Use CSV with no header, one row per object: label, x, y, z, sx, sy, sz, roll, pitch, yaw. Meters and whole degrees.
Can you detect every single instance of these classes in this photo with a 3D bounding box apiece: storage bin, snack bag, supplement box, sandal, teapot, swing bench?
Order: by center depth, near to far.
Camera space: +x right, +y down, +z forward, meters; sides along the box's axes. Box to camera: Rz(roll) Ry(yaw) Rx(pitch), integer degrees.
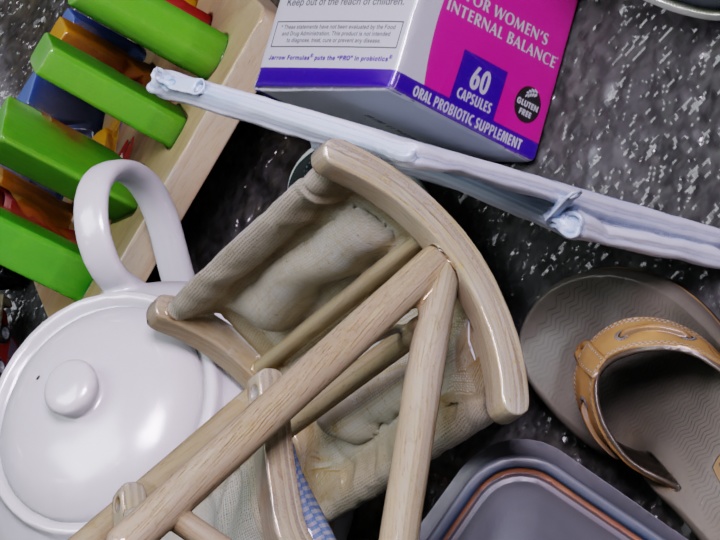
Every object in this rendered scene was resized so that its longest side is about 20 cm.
storage bin,0.055,0.188,1.061,0.200,0.145,0.134,-55,1,10
swing bench,-0.038,0.085,1.102,0.201,0.129,0.199,-62,11,-29
sandal,0.123,0.059,1.137,0.082,0.054,0.200,-54,41,15
snack bag,0.034,-0.042,1.172,0.188,0.199,0.022,20,94,48
teapot,-0.103,0.077,1.274,0.198,0.146,0.200,-48,53,-6
supplement box,0.042,-0.162,1.298,0.103,0.101,0.201,4,76,48

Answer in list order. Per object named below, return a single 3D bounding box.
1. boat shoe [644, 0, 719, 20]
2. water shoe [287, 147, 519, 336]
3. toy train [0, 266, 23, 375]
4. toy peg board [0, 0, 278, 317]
boat shoe,0.104,-0.190,1.196,0.074,0.066,0.200,-39,79,-4
water shoe,0.000,0.000,1.271,0.200,0.078,0.072,47,136,48
toy train,-0.212,0.046,1.526,0.034,0.046,0.201,-9,64,31
toy peg board,-0.145,-0.086,1.428,0.201,0.097,0.199,-59,22,9
